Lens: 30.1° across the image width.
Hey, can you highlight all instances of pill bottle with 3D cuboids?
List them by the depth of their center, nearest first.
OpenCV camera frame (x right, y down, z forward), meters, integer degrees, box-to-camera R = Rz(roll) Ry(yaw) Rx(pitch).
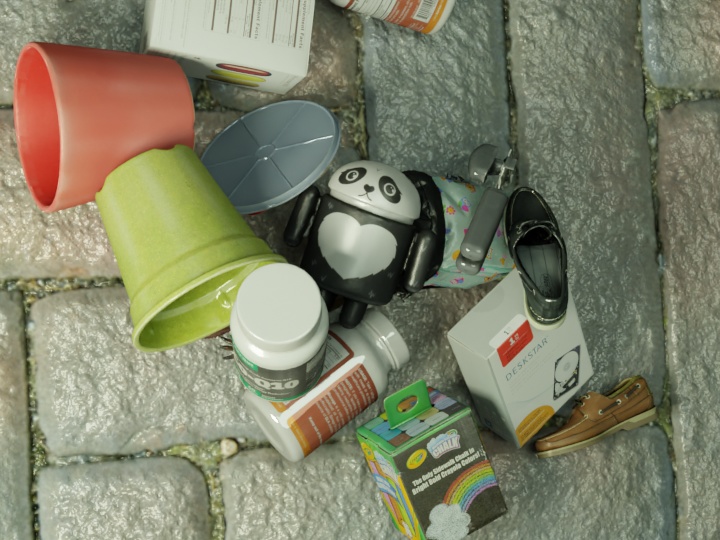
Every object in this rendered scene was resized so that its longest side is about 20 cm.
[{"bbox_3d":[-0.093,0.072,1.542,0.112,0.200,0.114,1,68,-2],"label":"pill bottle"},{"bbox_3d":[-0.039,0.140,1.695,0.199,0.112,0.113,-37,98,-16],"label":"pill bottle"},{"bbox_3d":[0.023,-0.390,1.756,0.198,0.112,0.113,15,82,-16],"label":"pill bottle"}]

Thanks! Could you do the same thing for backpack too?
[{"bbox_3d":[0.123,-0.043,1.738,0.199,0.126,0.169,8,77,-42],"label":"backpack"}]

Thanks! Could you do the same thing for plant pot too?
[{"bbox_3d":[-0.212,-0.035,1.554,0.199,0.201,0.185,-26,74,-17],"label":"plant pot"},{"bbox_3d":[-0.304,-0.178,1.606,0.176,0.200,0.202,-8,89,-28],"label":"plant pot"}]

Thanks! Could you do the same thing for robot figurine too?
[{"bbox_3d":[-0.002,-0.033,1.628,0.149,0.125,0.202,15,97,-34],"label":"robot figurine"}]

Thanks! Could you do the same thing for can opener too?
[{"bbox_3d":[0.146,-0.082,1.665,0.066,0.054,0.201,21,49,7],"label":"can opener"}]

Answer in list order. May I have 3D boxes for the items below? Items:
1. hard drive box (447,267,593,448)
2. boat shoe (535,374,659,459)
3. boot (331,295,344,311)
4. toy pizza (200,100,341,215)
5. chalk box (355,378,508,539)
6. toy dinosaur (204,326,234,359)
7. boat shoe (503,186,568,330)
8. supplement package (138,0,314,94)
[{"bbox_3d":[0.212,0.109,1.750,0.156,0.077,0.201,-42,137,-16],"label":"hard drive box"},{"bbox_3d":[0.316,0.201,1.841,0.199,0.072,0.069,-18,88,-28],"label":"boat shoe"},{"bbox_3d":[0.000,0.000,1.744,0.199,0.075,0.074,-36,93,-19],"label":"boot"},{"bbox_3d":[-0.114,-0.137,1.672,0.200,0.200,0.032,-42,133,-15],"label":"toy pizza"},{"bbox_3d":[0.083,0.235,1.710,0.124,0.124,0.201,-26,107,-17],"label":"chalk box"},{"bbox_3d":[-0.184,0.056,1.680,0.198,0.086,0.137,-1,94,-12],"label":"toy dinosaur"},{"bbox_3d":[0.220,-0.029,1.664,0.074,0.066,0.201,-1,61,0],"label":"boat shoe"},{"bbox_3d":[-0.169,-0.302,1.688,0.198,0.114,0.111,8,83,-17],"label":"supplement package"}]
